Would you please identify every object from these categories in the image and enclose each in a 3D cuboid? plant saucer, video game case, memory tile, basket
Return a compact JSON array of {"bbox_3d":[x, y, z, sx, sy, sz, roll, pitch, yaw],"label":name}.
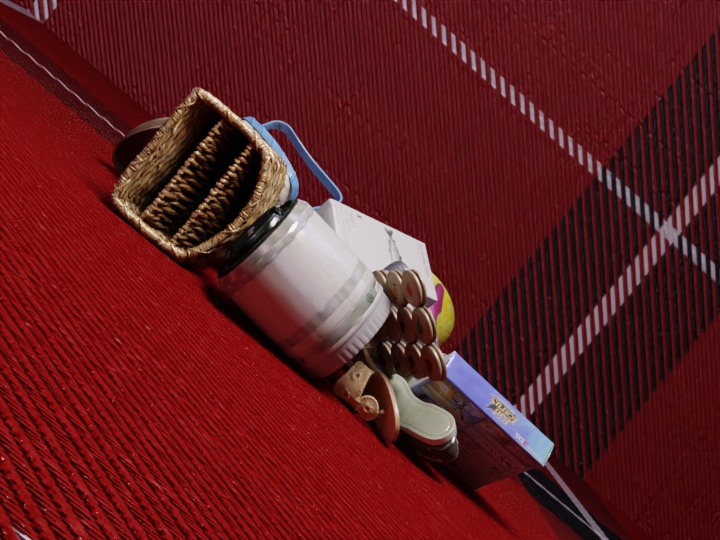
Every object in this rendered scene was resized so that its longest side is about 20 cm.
[{"bbox_3d":[-0.298,-0.193,1.867,0.200,0.199,0.037,36,43,-57],"label":"plant saucer"},{"bbox_3d":[0.150,0.220,1.672,0.200,0.046,0.181,43,-33,-8],"label":"video game case"},{"bbox_3d":[0.052,0.073,1.572,0.200,0.017,0.155,-5,-80,67],"label":"memory tile"},{"bbox_3d":[-0.142,-0.138,1.726,0.199,0.140,0.177,-20,61,-43],"label":"basket"},{"bbox_3d":[-0.208,-0.111,1.556,0.143,0.200,0.149,42,1,23],"label":"basket"}]

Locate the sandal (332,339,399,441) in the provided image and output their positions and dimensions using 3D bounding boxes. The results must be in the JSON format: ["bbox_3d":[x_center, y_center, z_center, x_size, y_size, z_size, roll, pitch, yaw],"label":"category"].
[{"bbox_3d":[-0.006,0.154,1.577,0.069,0.078,0.213,1,36,-16],"label":"sandal"}]

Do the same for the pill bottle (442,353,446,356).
[{"bbox_3d":[0.143,0.215,2.083,0.112,0.113,0.200,38,3,-29],"label":"pill bottle"}]

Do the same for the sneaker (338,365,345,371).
[{"bbox_3d":[-0.083,0.057,1.660,0.200,0.082,0.073,43,-22,-27],"label":"sneaker"}]

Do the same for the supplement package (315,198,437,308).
[{"bbox_3d":[0.000,0.000,1.747,0.199,0.117,0.118,23,41,-37],"label":"supplement package"}]

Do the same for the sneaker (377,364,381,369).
[{"bbox_3d":[0.098,0.212,1.818,0.199,0.081,0.115,42,1,12],"label":"sneaker"}]

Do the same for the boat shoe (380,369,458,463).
[{"bbox_3d":[0.060,0.204,1.619,0.201,0.071,0.061,31,-31,47],"label":"boat shoe"}]

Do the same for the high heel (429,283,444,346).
[{"bbox_3d":[0.111,0.111,1.798,0.096,0.201,0.067,34,-35,-6],"label":"high heel"}]

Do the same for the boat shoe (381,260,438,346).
[{"bbox_3d":[0.079,0.076,1.683,0.070,0.066,0.201,-8,-64,47],"label":"boat shoe"}]

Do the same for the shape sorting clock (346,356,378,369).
[{"bbox_3d":[-0.032,0.119,1.960,0.200,0.039,0.200,41,7,-6],"label":"shape sorting clock"}]

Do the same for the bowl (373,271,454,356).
[{"bbox_3d":[0.046,0.080,1.918,0.198,0.108,0.202,20,-45,21],"label":"bowl"}]

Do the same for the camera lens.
[{"bbox_3d":[-0.076,0.020,1.527,0.200,0.160,0.160,46,1,-12],"label":"camera lens"}]
